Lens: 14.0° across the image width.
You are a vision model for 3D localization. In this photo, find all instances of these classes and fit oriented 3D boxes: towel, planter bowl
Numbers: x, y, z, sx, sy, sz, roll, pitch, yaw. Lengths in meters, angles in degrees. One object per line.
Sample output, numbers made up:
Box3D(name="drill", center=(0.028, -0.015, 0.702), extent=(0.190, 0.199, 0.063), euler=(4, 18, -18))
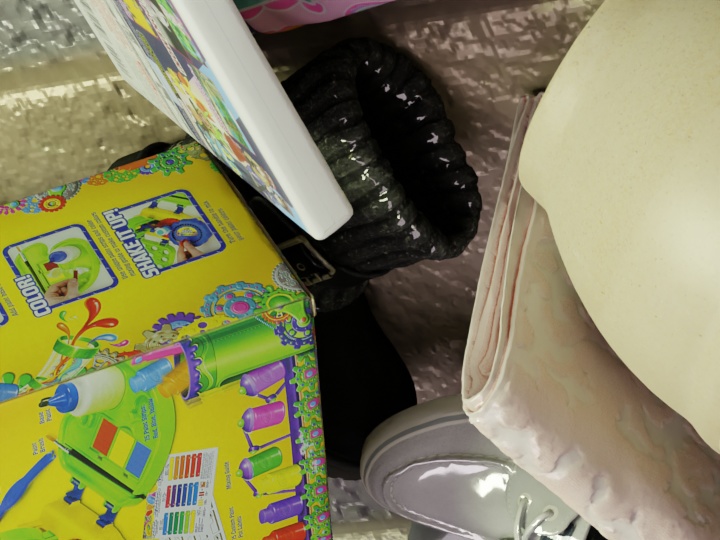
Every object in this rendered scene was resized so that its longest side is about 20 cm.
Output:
Box3D(name="towel", center=(0.128, 0.042, 1.235), extent=(0.200, 0.192, 0.032), euler=(39, 133, -26))
Box3D(name="planter bowl", center=(0.148, -0.046, 1.157), extent=(0.134, 0.200, 0.201), euler=(35, 141, 17))

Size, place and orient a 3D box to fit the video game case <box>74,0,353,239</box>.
Box3D(name="video game case", center=(-0.091, -0.120, 1.160), extent=(0.023, 0.182, 0.200), euler=(-38, 128, -10))

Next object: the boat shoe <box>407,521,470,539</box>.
Box3D(name="boat shoe", center=(0.096, 0.089, 1.389), extent=(0.066, 0.070, 0.200), euler=(30, 128, -14))

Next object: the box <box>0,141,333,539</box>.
Box3D(name="box", center=(-0.122, 0.083, 1.230), extent=(0.192, 0.122, 0.201), euler=(-19, 132, -18))

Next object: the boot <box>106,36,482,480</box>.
Box3D(name="boot", center=(-0.001, 0.001, 1.308), extent=(0.157, 0.080, 0.211), euler=(-21, 126, 33))

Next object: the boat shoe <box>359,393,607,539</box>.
Box3D(name="boat shoe", center=(0.097, 0.106, 1.313), extent=(0.199, 0.069, 0.072), euler=(8, 128, 2))

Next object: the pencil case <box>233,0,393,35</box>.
Box3D(name="pencil case", center=(0.026, -0.154, 1.134), extent=(0.199, 0.088, 0.088), euler=(-13, 131, 26))
